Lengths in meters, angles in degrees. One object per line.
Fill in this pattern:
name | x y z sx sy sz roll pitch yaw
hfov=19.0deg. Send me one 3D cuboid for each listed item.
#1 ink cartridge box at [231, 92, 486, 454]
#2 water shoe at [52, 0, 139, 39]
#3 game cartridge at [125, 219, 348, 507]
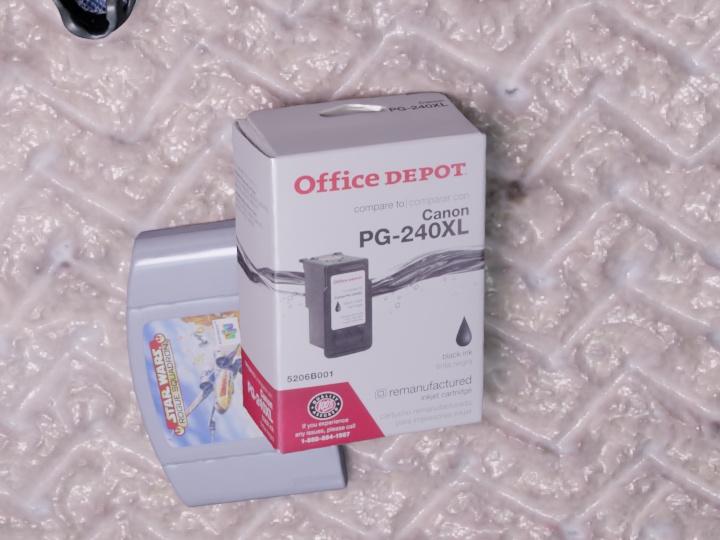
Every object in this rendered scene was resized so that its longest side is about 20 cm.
ink cartridge box | 0.000 0.000 1.365 0.144 0.083 0.202 -8 113 -16
water shoe | -0.188 -0.236 1.298 0.071 0.079 0.201 -24 110 12
game cartridge | -0.087 0.065 1.448 0.132 0.042 0.202 -9 113 2
